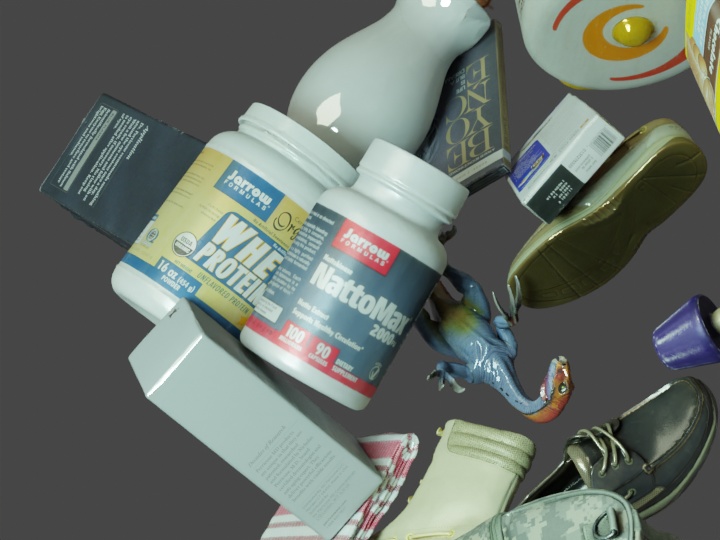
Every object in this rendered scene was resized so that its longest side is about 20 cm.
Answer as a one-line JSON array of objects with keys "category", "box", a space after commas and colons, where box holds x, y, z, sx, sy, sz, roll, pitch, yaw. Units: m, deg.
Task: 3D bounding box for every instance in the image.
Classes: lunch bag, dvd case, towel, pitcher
[{"category": "lunch bag", "box": [0.172, 0.240, 1.497, 0.168, 0.200, 0.139, -33, 48, 25]}, {"category": "dvd case", "box": [0.070, -0.127, 1.918, 0.149, 0.016, 0.200, -30, 39, 27]}, {"category": "towel", "box": [-0.035, 0.222, 1.739, 0.146, 0.030, 0.200, -11, 43, 57]}, {"category": "pitcher", "box": [0.011, -0.163, 1.923, 0.200, 0.121, 0.172, -53, 10, -22]}]

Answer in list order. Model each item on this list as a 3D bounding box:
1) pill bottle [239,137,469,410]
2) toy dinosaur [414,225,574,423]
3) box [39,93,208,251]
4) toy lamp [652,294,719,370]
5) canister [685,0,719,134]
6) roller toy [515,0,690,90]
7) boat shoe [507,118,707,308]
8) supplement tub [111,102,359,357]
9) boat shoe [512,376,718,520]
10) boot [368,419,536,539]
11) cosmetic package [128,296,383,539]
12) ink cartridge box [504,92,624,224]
[{"category": "pill bottle", "box": [0.000, 0.000, 1.707, 0.120, 0.120, 0.200, 29, 89, 47]}, {"category": "toy dinosaur", "box": [0.109, 0.053, 1.772, 0.105, 0.200, 0.182, -42, 81, 8]}, {"category": "box", "box": [-0.156, -0.049, 1.971, 0.200, 0.197, 0.118, 28, 84, 47]}, {"category": "toy lamp", "box": [0.316, 0.022, 1.606, 0.200, 0.058, 0.058, -26, 50, 26]}, {"category": "canister", "box": [0.319, -0.144, 1.641, 0.086, 0.149, 0.200, -11, 48, -4]}, {"category": "roller toy", "box": [0.216, -0.243, 1.761, 0.200, 0.182, 0.140, -26, 51, 28]}, {"category": "boat shoe", "box": [0.200, -0.047, 1.748, 0.200, 0.074, 0.066, -39, 31, 17]}, {"category": "supplement tub", "box": [-0.101, -0.027, 1.792, 0.145, 0.145, 0.200, 28, 80, 47]}, {"category": "boat shoe", "box": [0.192, 0.158, 1.620, 0.200, 0.073, 0.075, -48, 43, 8]}, {"category": "boot", "box": [0.051, 0.202, 1.725, 0.200, 0.073, 0.156, -11, 51, 51]}, {"category": "cosmetic package", "box": [-0.084, 0.119, 1.691, 0.071, 0.200, 0.101, -48, 21, 3]}, {"category": "ink cartridge box", "box": [0.168, -0.098, 1.780, 0.095, 0.037, 0.200, -50, 9, 7]}]
